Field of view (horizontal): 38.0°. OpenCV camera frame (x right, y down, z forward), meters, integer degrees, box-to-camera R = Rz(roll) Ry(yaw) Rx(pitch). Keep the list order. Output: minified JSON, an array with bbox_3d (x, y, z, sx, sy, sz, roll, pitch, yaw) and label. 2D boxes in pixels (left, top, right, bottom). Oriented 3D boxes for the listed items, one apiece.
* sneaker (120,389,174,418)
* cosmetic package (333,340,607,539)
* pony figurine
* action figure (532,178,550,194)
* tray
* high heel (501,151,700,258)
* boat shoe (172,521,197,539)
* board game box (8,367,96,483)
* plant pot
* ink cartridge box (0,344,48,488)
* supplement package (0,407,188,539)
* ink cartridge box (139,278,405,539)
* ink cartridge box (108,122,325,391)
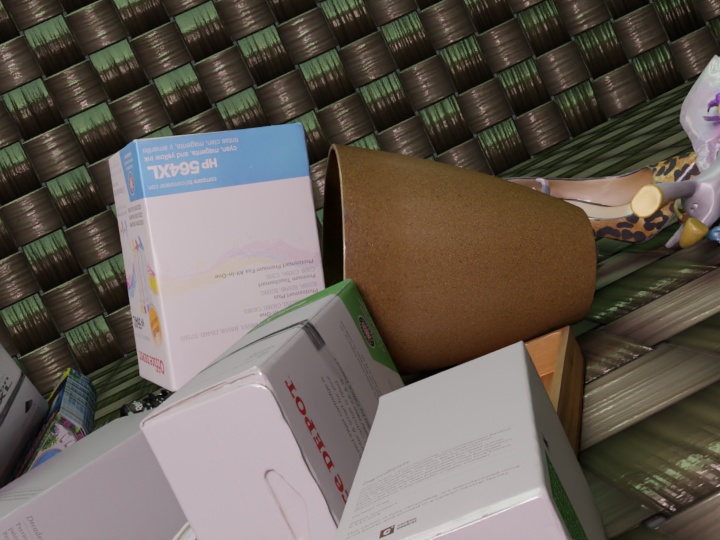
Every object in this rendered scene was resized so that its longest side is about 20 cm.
[{"bbox_3d":[-0.151,0.127,0.914,0.201,0.098,0.071,-52,14,-20],"label":"sneaker"},{"bbox_3d":[0.053,0.111,0.427,0.085,0.108,0.200,-24,7,11],"label":"cosmetic package"},{"bbox_3d":[0.325,-0.095,0.912,0.193,0.167,0.200,-50,-19,14],"label":"pony figurine"},{"bbox_3d":[0.174,-0.007,0.984,0.149,0.135,0.200,32,16,38],"label":"action figure"},{"bbox_3d":[0.099,0.097,0.709,0.098,0.037,0.200,-23,7,17],"label":"tray"},{"bbox_3d":[0.236,-0.086,1.050,0.200,0.142,0.072,-41,23,40],"label":"high heel"},{"bbox_3d":[-0.091,0.181,0.620,0.065,0.072,0.200,-19,16,16],"label":"boat shoe"},{"bbox_3d":[-0.271,0.202,0.867,0.201,0.062,0.200,-60,16,2],"label":"board game box"},{"bbox_3d":[0.074,-0.004,0.822,0.199,0.187,0.186,0,3,-8],"label":"plant pot"},{"bbox_3d":[-0.312,0.124,0.760,0.200,0.083,0.146,109,-174,-70],"label":"ink cartridge box"},{"bbox_3d":[-0.188,0.188,0.706,0.117,0.118,0.200,-20,8,47],"label":"supplement package"},{"bbox_3d":[-0.031,0.105,0.632,0.084,0.147,0.200,-24,5,19],"label":"ink cartridge box"},{"bbox_3d":[-0.105,0.002,0.785,0.125,0.201,0.128,-8,3,-21],"label":"ink cartridge box"}]
